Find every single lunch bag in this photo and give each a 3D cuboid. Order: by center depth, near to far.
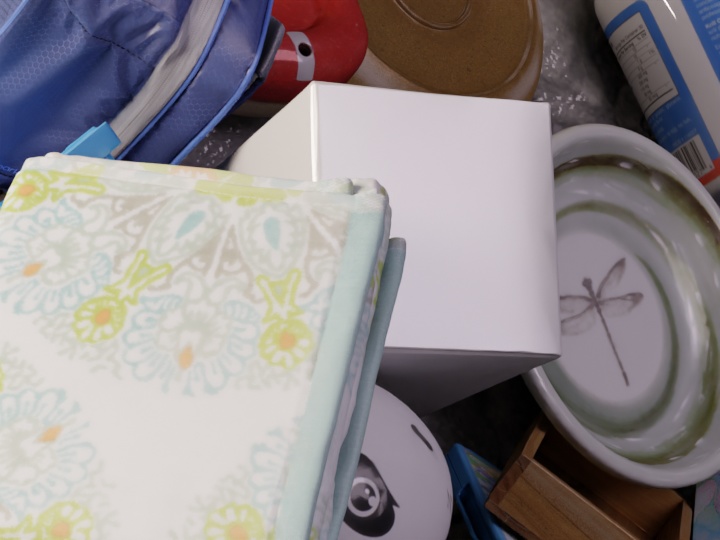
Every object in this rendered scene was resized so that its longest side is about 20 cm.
[{"bbox_3d":[-0.117,-0.116,1.160,0.132,0.200,0.136,29,49,-21],"label":"lunch bag"}]

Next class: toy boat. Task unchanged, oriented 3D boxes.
[{"bbox_3d":[-0.055,-0.186,1.285,0.130,0.131,0.201,-4,69,-31],"label":"toy boat"}]

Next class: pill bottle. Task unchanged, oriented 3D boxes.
[{"bbox_3d":[0.213,-0.148,1.485,0.112,0.112,0.201,-17,79,-41],"label":"pill bottle"}]

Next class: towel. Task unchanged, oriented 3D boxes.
[{"bbox_3d":[-0.081,0.044,0.967,0.170,0.048,0.201,5,58,14],"label":"towel"}]

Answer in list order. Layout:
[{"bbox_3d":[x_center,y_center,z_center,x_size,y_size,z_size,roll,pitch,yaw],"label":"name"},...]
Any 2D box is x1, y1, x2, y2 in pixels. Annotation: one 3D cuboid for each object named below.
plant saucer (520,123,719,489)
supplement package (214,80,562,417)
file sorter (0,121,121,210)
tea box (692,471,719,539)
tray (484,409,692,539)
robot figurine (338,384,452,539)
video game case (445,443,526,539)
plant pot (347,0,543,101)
[{"bbox_3d":[0.135,0.023,1.291,0.199,0.050,0.201,17,63,-36],"label":"plant saucer"},{"bbox_3d":[0.000,0.000,1.130,0.119,0.200,0.122,3,77,-20],"label":"supplement package"},{"bbox_3d":[-0.171,0.054,1.074,0.123,0.139,0.200,52,48,-7],"label":"file sorter"},{"bbox_3d":[0.289,0.167,1.325,0.200,0.133,0.198,41,42,-35],"label":"tea box"},{"bbox_3d":[0.120,0.122,1.234,0.098,0.037,0.200,37,10,4],"label":"tray"},{"bbox_3d":[-0.036,0.140,1.033,0.150,0.201,0.125,8,21,-37],"label":"robot figurine"},{"bbox_3d":[0.114,0.160,1.180,0.143,0.018,0.200,35,9,-15],"label":"video game case"},{"bbox_3d":[0.034,-0.167,1.418,0.199,0.027,0.201,18,57,-30],"label":"plant pot"}]
